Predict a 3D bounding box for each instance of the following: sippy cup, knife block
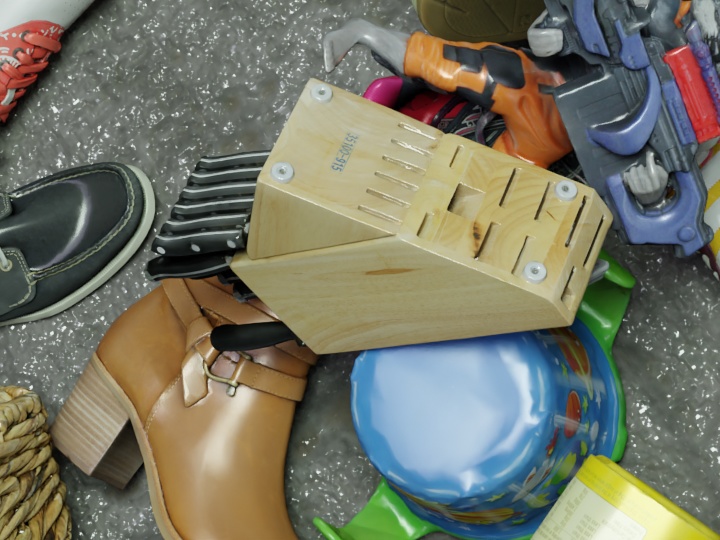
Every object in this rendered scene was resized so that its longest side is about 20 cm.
[{"bbox_3d":[0.056,0.066,0.901,0.139,0.130,0.178,8,84,17],"label":"sippy cup"},{"bbox_3d":[0.000,0.000,0.856,0.200,0.176,0.064,22,59,6],"label":"knife block"}]

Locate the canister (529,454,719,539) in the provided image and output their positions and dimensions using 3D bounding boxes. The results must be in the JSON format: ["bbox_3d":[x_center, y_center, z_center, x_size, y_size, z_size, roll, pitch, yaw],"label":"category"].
[{"bbox_3d":[0.089,0.191,0.865,0.086,0.149,0.200,35,90,17],"label":"canister"}]

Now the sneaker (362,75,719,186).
[{"bbox_3d":[0.090,-0.075,0.906,0.200,0.075,0.081,-10,65,36],"label":"sneaker"}]

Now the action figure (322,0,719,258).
[{"bbox_3d":[0.085,-0.103,0.813,0.193,0.105,0.200,-8,124,16],"label":"action figure"}]

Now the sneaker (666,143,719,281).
[{"bbox_3d":[0.185,-0.023,0.916,0.090,0.075,0.201,-12,73,22],"label":"sneaker"}]

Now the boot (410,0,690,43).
[{"bbox_3d":[0.094,-0.184,0.951,0.200,0.072,0.155,-8,40,-22],"label":"boot"}]

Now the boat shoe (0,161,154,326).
[{"bbox_3d":[-0.208,-0.005,1.019,0.200,0.068,0.072,-22,76,9],"label":"boat shoe"}]

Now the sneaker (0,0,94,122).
[{"bbox_3d":[-0.210,-0.100,1.034,0.201,0.067,0.108,-24,77,14],"label":"sneaker"}]

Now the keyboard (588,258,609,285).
[{"bbox_3d":[0.041,-0.014,0.897,0.056,0.200,0.011,-21,113,-24],"label":"keyboard"}]

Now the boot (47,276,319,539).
[{"bbox_3d":[-0.054,0.079,0.962,0.200,0.074,0.155,37,88,15],"label":"boot"}]

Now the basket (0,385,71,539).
[{"bbox_3d":[-0.251,0.151,0.974,0.200,0.143,0.149,-7,103,26],"label":"basket"}]
